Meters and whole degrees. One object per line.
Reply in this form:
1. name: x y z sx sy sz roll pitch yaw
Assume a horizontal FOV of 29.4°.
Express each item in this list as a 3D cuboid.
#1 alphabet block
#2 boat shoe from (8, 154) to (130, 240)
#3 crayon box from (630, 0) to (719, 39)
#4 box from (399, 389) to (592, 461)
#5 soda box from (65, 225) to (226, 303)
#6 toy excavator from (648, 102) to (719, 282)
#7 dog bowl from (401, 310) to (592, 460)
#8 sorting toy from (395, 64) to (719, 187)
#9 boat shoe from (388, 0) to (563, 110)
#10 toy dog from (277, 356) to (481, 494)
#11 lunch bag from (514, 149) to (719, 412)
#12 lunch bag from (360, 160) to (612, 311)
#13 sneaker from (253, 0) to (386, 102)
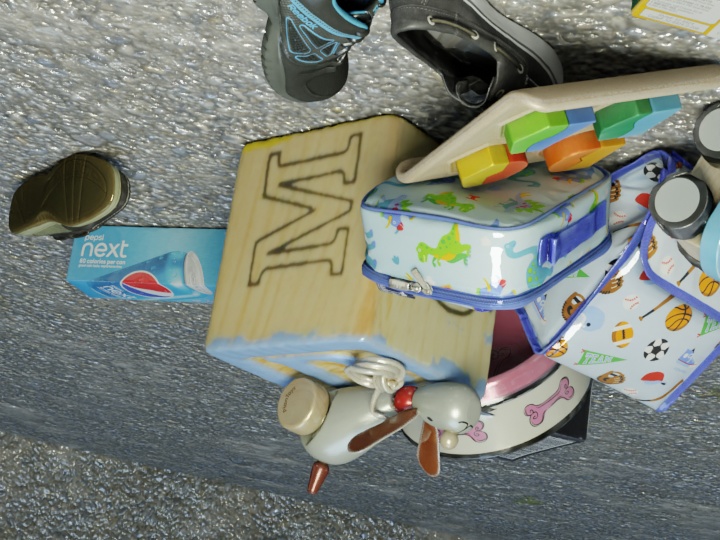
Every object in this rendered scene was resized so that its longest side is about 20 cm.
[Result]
1. alphabet block: 0.000 0.000 1.240 0.195 0.203 0.195 -5 158 37
2. boat shoe: -0.284 -0.070 1.386 0.065 0.073 0.199 11 165 -41
3. crayon box: 0.253 -0.195 0.778 0.124 0.052 0.200 13 162 -11
4. box: 0.158 0.150 1.731 0.198 0.125 0.198 17 159 -18
5. soda box: -0.225 -0.006 1.535 0.197 0.069 0.064 2 161 21
6. toy excavator: 0.349 -0.061 1.028 0.199 0.196 0.100 31 177 36
7. dog bowl: 0.122 0.091 1.331 0.198 0.201 0.074 -2 123 29
8. sorting toy: 0.146 -0.101 1.021 0.183 0.037 0.200 -11 174 -28
9. boat shoe: 0.082 -0.148 0.972 0.069 0.067 0.200 -3 158 32
10. toy dog: 0.009 0.147 1.198 0.131 0.098 0.199 17 160 -25
11. lunch bag: 0.256 0.005 1.196 0.169 0.124 0.201 26 115 -32
12. lunch bag: 0.105 -0.036 1.089 0.159 0.084 0.199 11 -156 32
13. sneaker: -0.025 -0.168 0.939 0.081 0.074 0.200 15 163 12
